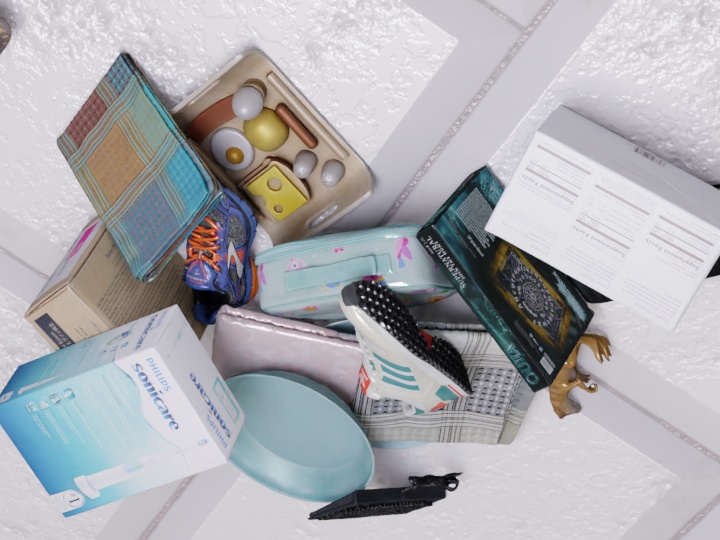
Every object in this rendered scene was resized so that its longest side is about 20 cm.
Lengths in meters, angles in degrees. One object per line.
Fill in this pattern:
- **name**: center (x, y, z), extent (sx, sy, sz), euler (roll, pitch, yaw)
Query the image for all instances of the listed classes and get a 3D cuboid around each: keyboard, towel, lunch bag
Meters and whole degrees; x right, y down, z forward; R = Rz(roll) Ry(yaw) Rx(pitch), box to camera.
- **keyboard**: center (0.040, 0.257, 1.696), extent (0.127, 0.200, 0.021), euler (-30, 70, 27)
- **towel**: center (-0.073, 0.129, 1.662), extent (0.190, 0.032, 0.200), euler (11, 133, 1)
- **towel**: center (0.094, 0.126, 1.606), extent (0.199, 0.035, 0.193), euler (2, 134, -11)
- **lunch bag**: center (0.000, 0.000, 1.549), extent (0.199, 0.160, 0.077), euler (-11, 80, 20)
- **towel**: center (-0.233, -0.105, 1.552), extent (0.147, 0.022, 0.200), euler (-47, 66, 28)

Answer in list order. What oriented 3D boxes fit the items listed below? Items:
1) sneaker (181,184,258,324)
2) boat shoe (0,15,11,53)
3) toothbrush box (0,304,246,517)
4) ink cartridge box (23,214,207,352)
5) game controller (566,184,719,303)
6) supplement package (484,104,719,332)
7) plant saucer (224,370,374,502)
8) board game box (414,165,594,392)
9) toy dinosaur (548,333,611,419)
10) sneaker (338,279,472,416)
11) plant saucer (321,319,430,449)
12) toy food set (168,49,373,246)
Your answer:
- **sneaker**: center (-0.153, -0.017, 1.588), extent (0.075, 0.079, 0.200), euler (16, 141, 23)
- **boat shoe**: center (-0.437, -0.220, 1.577), extent (0.200, 0.074, 0.073), euler (-39, 81, 33)
- **toothbrush box**: center (-0.238, 0.141, 1.494), extent (0.200, 0.085, 0.147), euler (-21, 113, 22)
- **ink cartridge box**: center (-0.249, 0.040, 1.604), extent (0.075, 0.200, 0.165), euler (-32, 109, 26)
- **game controller**: center (0.304, -0.024, 1.547), extent (0.199, 0.042, 0.104), euler (-14, 131, 20)
- **supplement package**: center (0.242, -0.054, 1.439), extent (0.200, 0.156, 0.111), euler (30, 110, 7)
- **plant saucer**: center (-0.073, 0.173, 1.639), extent (0.199, 0.036, 0.200), euler (15, 137, 15)
- **board game box**: center (0.150, 0.007, 1.519), extent (0.028, 0.135, 0.200), euler (-29, 101, 40)
- **toy dinosaur**: center (0.207, 0.085, 1.615), extent (0.106, 0.060, 0.200), euler (-16, 116, 22)
- **sneaker**: center (0.025, 0.088, 1.488), extent (0.093, 0.070, 0.200), euler (-32, 134, 20)
- **plant saucer**: center (0.024, 0.117, 1.676), extent (0.200, 0.039, 0.201), euler (7, 131, 8)
- **toy food set**: center (-0.103, -0.116, 1.561), extent (0.143, 0.060, 0.200), euler (-35, 108, 27)
